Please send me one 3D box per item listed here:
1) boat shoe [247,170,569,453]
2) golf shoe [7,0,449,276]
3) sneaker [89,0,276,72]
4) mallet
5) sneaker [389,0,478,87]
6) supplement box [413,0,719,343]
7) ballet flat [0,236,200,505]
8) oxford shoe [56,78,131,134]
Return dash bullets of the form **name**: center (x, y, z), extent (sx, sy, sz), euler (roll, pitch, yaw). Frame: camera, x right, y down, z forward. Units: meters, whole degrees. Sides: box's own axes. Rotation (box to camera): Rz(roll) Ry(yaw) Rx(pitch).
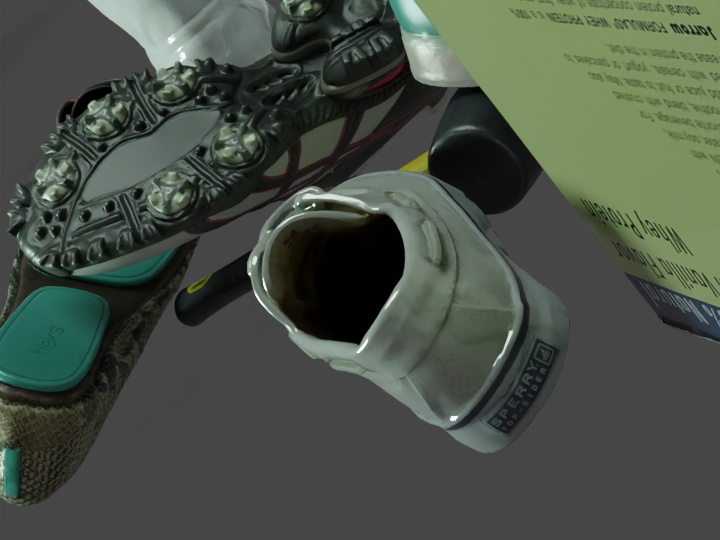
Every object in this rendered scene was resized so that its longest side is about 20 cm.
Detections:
- **boat shoe**: center (0.000, 0.000, 0.749), extent (0.071, 0.070, 0.200), euler (-59, 20, 7)
- **golf shoe**: center (-0.041, -0.047, 0.918), extent (0.200, 0.088, 0.077), euler (-33, 55, -11)
- **sneaker**: center (-0.099, -0.147, 1.220), extent (0.074, 0.116, 0.200), euler (-41, 18, -1)
- **mallet**: center (0.002, -0.029, 0.893), extent (0.200, 0.041, 0.066), euler (-25, 22, 46)
- **sneaker**: center (0.095, -0.116, 0.789), extent (0.200, 0.080, 0.071), euler (-8, 31, 25)
- **supplement box**: center (0.108, -0.086, 0.564), extent (0.134, 0.200, 0.200), euler (-42, 19, -9)
- **ballet flat**: center (-0.113, 0.024, 0.937), extent (0.200, 0.068, 0.075), euler (-70, -7, -57)
- **oxford shoe**: center (-0.113, -0.062, 1.117), extent (0.071, 0.073, 0.200), euler (-46, 20, -18)
